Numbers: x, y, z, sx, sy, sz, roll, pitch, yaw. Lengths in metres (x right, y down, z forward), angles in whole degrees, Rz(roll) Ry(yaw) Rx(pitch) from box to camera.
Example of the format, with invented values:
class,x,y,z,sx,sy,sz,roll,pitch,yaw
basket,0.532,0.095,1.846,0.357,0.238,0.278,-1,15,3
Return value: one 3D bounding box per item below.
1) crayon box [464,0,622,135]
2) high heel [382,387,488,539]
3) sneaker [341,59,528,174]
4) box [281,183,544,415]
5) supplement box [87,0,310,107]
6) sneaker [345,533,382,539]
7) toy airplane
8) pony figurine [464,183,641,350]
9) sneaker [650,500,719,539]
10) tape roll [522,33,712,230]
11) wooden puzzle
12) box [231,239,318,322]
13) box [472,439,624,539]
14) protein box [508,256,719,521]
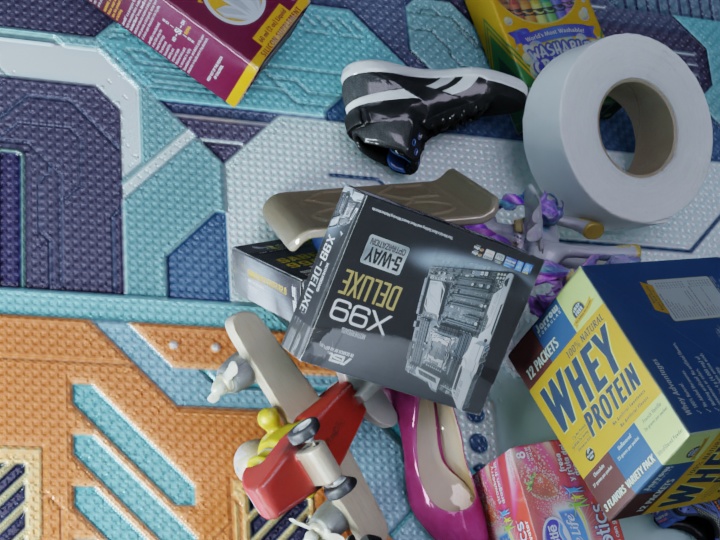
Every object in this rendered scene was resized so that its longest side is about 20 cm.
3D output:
class,x,y,z,sx,sy,sz,roll,pitch,yaw
crayon box,0.197,-0.255,1.967,0.126,0.052,0.200,-13,72,-27
high heel,0.082,0.176,1.699,0.067,0.096,0.200,-12,73,-27
sneaker,0.077,-0.149,1.864,0.200,0.073,0.112,3,69,-12
box,0.047,0.028,1.617,0.200,0.050,0.158,20,96,-29
supplement box,-0.167,-0.275,1.804,0.200,0.086,0.110,36,59,-4
sneaker,0.049,0.302,1.651,0.200,0.089,0.074,20,24,-28
toy airplane,-0.053,0.151,1.644,0.199,0.141,0.200,26,46,-50
pony figurine,0.180,-0.012,1.797,0.200,0.167,0.193,13,20,-15
sneaker,0.308,0.214,1.792,0.200,0.075,0.078,34,62,-3
tape roll,0.271,-0.143,1.892,0.202,0.071,0.203,4,82,-30
wooden puzzle,0.017,-0.049,1.722,0.200,0.185,0.046,-10,104,-10
box,0.000,0.000,1.711,0.200,0.158,0.048,-9,106,-25
box,0.186,0.267,1.700,0.095,0.100,0.200,-7,71,-25
protein box,0.288,0.106,1.700,0.200,0.135,0.199,-4,52,-39
